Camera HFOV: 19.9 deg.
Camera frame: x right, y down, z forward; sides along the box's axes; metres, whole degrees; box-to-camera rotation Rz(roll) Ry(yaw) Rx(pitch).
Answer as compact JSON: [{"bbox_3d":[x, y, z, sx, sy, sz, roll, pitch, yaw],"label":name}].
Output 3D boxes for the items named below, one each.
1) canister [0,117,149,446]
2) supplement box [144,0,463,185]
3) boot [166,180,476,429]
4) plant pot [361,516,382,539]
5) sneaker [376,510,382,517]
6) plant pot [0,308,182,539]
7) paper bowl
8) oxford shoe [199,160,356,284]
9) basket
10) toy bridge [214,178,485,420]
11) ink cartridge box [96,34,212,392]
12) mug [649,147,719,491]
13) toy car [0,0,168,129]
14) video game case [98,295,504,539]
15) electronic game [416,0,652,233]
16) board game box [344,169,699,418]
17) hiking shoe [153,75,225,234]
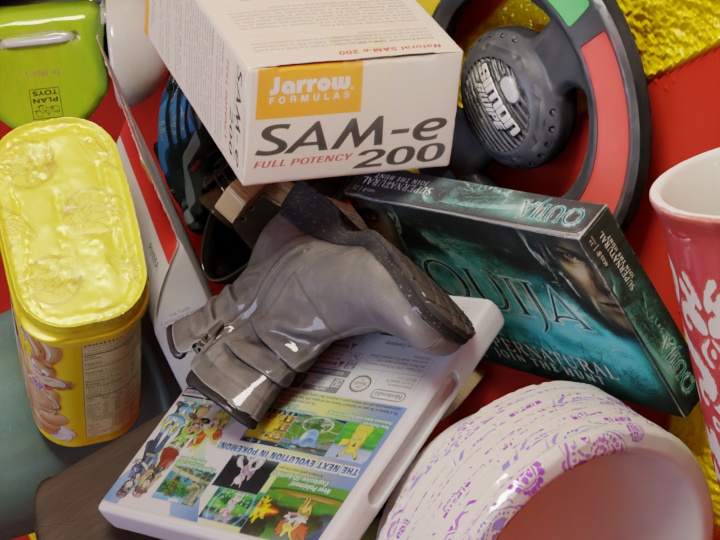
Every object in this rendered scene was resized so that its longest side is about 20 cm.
[{"bbox_3d":[-0.191,0.015,1.363,0.200,0.086,0.150,102,155,-62],"label":"canister"},{"bbox_3d":[-0.038,-0.130,1.170,0.200,0.125,0.074,-124,33,-52],"label":"supplement box"},{"bbox_3d":[-0.025,0.038,1.135,0.070,0.132,0.200,42,176,-29],"label":"boot"},{"bbox_3d":[0.030,0.230,1.265,0.142,0.198,0.202,-136,36,-72],"label":"plant pot"},{"bbox_3d":[-0.024,0.146,1.376,0.097,0.071,0.202,20,118,40],"label":"sneaker"},{"bbox_3d":[-0.231,0.105,1.527,0.200,0.195,0.202,29,128,45],"label":"plant pot"},{"bbox_3d":[0.087,0.155,1.112,0.104,0.199,0.202,33,131,46],"label":"paper bowl"},{"bbox_3d":[-0.055,-0.059,1.310,0.073,0.084,0.201,49,138,30],"label":"oxford shoe"},{"bbox_3d":[-0.083,0.137,1.275,0.136,0.199,0.180,55,-172,-12],"label":"basket"},{"bbox_3d":[0.000,0.000,1.265,0.200,0.067,0.027,44,142,2],"label":"toy bridge"},{"bbox_3d":[-0.143,-0.031,1.361,0.161,0.050,0.201,-117,3,-50],"label":"ink cartridge box"},{"bbox_3d":[0.227,0.051,0.941,0.177,0.133,0.202,12,119,53],"label":"mug"},{"bbox_3d":[-0.227,-0.199,1.437,0.150,0.173,0.202,-105,8,-72],"label":"toy car"},{"bbox_3d":[-0.036,0.083,1.159,0.199,0.183,0.022,5,141,48],"label":"video game case"},{"bbox_3d":[0.085,-0.095,1.137,0.199,0.041,0.202,27,126,45],"label":"electronic game"},{"bbox_3d":[0.089,0.008,1.140,0.199,0.028,0.136,13,144,52],"label":"board game box"},{"bbox_3d":[-0.099,-0.114,1.350,0.087,0.074,0.201,50,140,26],"label":"hiking shoe"}]
